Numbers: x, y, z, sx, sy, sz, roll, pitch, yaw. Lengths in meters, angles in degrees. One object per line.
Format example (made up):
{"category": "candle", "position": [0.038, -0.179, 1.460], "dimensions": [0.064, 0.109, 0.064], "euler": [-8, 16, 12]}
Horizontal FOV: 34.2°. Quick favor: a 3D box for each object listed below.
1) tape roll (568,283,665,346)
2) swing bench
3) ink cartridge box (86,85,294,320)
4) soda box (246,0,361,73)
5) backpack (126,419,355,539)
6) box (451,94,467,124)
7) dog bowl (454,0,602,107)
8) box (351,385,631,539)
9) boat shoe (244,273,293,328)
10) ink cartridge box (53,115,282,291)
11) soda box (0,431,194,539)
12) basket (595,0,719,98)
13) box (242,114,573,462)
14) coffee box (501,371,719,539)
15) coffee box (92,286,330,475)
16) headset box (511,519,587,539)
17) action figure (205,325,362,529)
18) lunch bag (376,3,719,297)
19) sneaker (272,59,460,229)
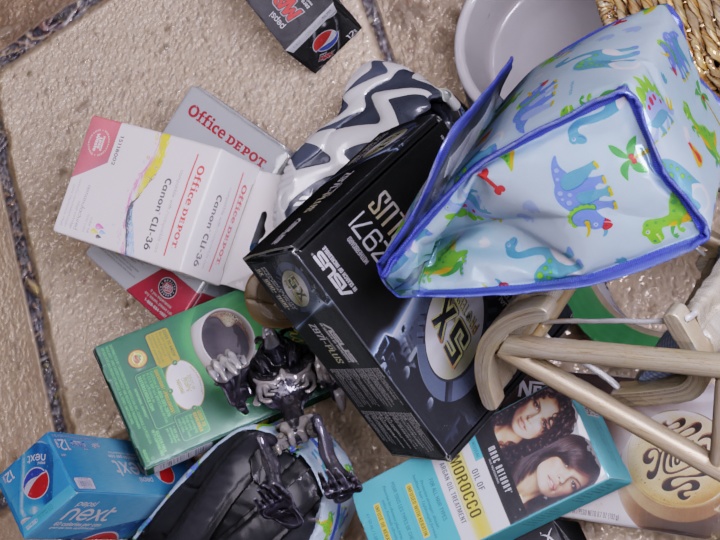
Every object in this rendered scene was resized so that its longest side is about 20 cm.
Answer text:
{"category": "tape roll", "position": [0.256, -0.016, 0.931], "dimensions": [0.200, 0.048, 0.201], "euler": [-7, 74, 26]}
{"category": "swing bench", "position": [0.205, 0.014, 0.798], "dimensions": [0.199, 0.130, 0.199], "euler": [17, 49, 29]}
{"category": "ink cartridge box", "position": [-0.148, -0.053, 1.131], "dimensions": [0.146, 0.083, 0.200], "euler": [37, 96, 30]}
{"category": "soda box", "position": [-0.086, -0.293, 1.170], "dimensions": [0.071, 0.063, 0.200], "euler": [-43, 63, 12]}
{"category": "backpack", "position": [-0.092, 0.219, 1.012], "dimensions": [0.163, 0.154, 0.200], "euler": [41, 118, 26]}
{"category": "box", "position": [0.054, -0.033, 1.042], "dimensions": [0.159, 0.049, 0.201], "euler": [-27, 66, 17]}
{"category": "dog bowl", "position": [0.171, -0.199, 1.016], "dimensions": [0.199, 0.059, 0.201], "euler": [-7, 74, 26]}
{"category": "box", "position": [0.094, 0.162, 0.880], "dimensions": [0.200, 0.049, 0.083], "euler": [-32, 64, 23]}
{"category": "boat shoe", "position": [0.000, 0.000, 0.973], "dimensions": [0.199, 0.065, 0.074], "euler": [-10, 94, -9]}
{"category": "ink cartridge box", "position": [-0.170, -0.060, 1.057], "dimensions": [0.199, 0.067, 0.117], "euler": [16, 86, 30]}
{"category": "soda box", "position": [-0.221, 0.195, 1.040], "dimensions": [0.068, 0.200, 0.064], "euler": [-41, 63, 13]}
{"category": "basket", "position": [0.265, -0.211, 0.918], "dimensions": [0.148, 0.143, 0.201], "euler": [-19, 66, 17]}
{"category": "box", "position": [0.040, 0.014, 0.880], "dimensions": [0.164, 0.200, 0.086], "euler": [-43, 17, -26]}
{"category": "coffee box", "position": [0.210, 0.140, 0.898], "dimensions": [0.199, 0.080, 0.114], "euler": [4, 81, 29]}
{"category": "coffee box", "position": [-0.121, 0.088, 1.042], "dimensions": [0.199, 0.044, 0.123], "euler": [-23, 74, -14]}
{"category": "headset box", "position": [0.107, 0.305, 0.914], "dimensions": [0.200, 0.075, 0.149], "euler": [-32, 65, 17]}
{"category": "action figure", "position": [-0.057, 0.098, 0.935], "dimensions": [0.118, 0.102, 0.200], "euler": [-13, 44, -7]}
{"category": "lunch bag", "position": [0.116, -0.065, 0.738], "dimensions": [0.200, 0.170, 0.128], "euler": [-25, 105, 34]}
{"category": "sneaker", "position": [0.015, -0.081, 0.987], "dimensions": [0.129, 0.079, 0.199], "euler": [22, 72, 46]}
